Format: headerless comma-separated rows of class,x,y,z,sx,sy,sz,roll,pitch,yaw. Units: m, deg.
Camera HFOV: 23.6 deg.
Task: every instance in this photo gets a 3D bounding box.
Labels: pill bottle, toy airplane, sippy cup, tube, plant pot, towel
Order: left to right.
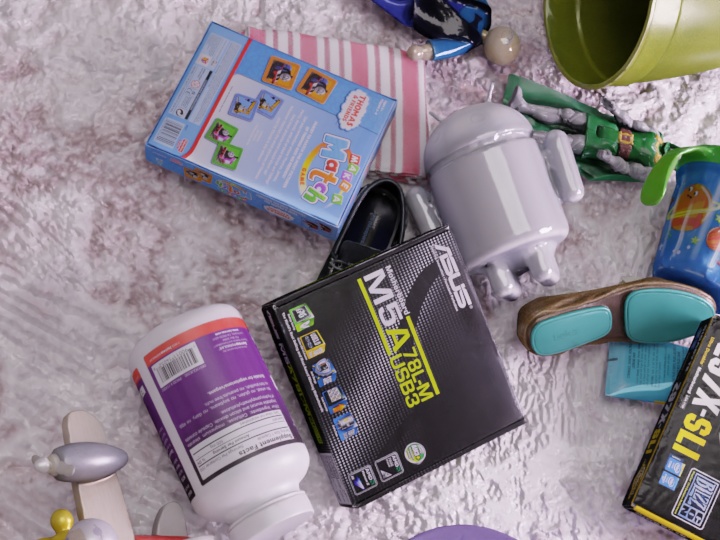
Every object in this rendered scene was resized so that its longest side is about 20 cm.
toy airplane,-0.213,0.241,1.423,0.199,0.141,0.200,34,63,2
pill bottle,-0.117,0.138,1.507,0.111,0.113,0.202,-21,74,-21
towel,-0.028,-0.162,1.710,0.197,0.030,0.148,7,65,-14
plant pot,0.321,-0.280,1.770,0.191,0.200,0.203,1,66,-26
tube,0.335,0.108,1.674,0.197,0.051,0.078,13,50,-4
sippy cup,0.353,-0.033,1.697,0.176,0.140,0.131,25,74,9

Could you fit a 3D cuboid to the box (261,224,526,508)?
box,0.032,0.086,1.574,0.191,0.047,0.202,-23,93,-20

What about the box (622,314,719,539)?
box,0.357,0.166,1.620,0.158,0.049,0.202,26,81,1

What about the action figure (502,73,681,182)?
action figure,0.243,-0.133,1.752,0.198,0.055,0.119,13,64,-12

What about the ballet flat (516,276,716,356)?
ballet flat,0.241,0.038,1.667,0.197,0.069,0.072,-11,27,-10

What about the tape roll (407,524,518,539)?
tape roll,0.085,0.328,1.492,0.197,0.085,0.202,6,66,-13

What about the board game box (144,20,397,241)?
board game box,-0.083,-0.134,1.639,0.198,0.037,0.152,23,65,5

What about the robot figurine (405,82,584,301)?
robot figurine,0.128,-0.074,1.654,0.168,0.113,0.202,-20,80,7

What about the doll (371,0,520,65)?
doll,0.073,-0.266,1.766,0.199,0.049,0.137,29,53,-5

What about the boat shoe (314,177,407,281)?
boat shoe,0.000,0.000,1.626,0.074,0.062,0.202,20,65,-7
